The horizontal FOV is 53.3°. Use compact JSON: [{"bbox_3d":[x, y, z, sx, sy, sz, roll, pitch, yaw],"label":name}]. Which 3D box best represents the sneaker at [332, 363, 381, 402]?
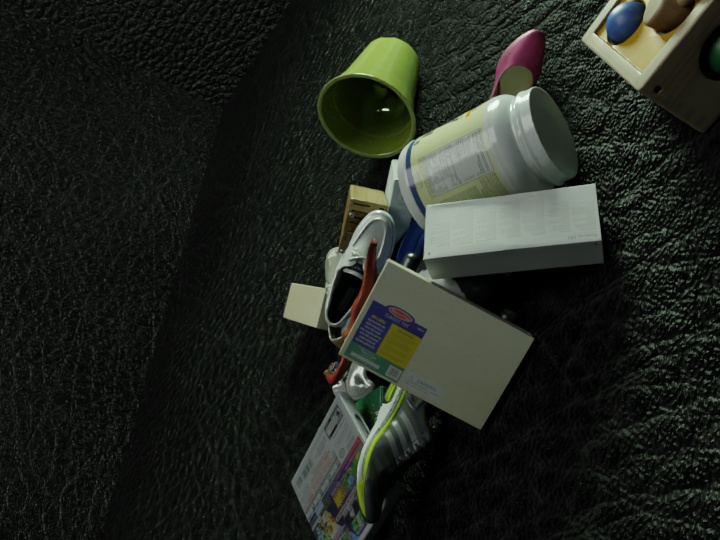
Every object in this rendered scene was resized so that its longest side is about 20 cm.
[{"bbox_3d":[0.019,0.121,1.164,0.081,0.075,0.201,-12,55,41],"label":"sneaker"}]

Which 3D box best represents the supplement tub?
[{"bbox_3d":[0.164,-0.138,0.937,0.200,0.145,0.146,-23,46,36],"label":"supplement tub"}]

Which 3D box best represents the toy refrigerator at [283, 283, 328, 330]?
[{"bbox_3d":[-0.082,0.074,1.416,0.200,0.070,0.076,4,79,66],"label":"toy refrigerator"}]

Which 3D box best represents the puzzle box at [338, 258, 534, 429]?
[{"bbox_3d":[0.090,0.088,0.867,0.133,0.199,0.025,-61,1,12],"label":"puzzle box"}]

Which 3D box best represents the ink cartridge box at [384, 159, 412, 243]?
[{"bbox_3d":[0.057,-0.080,1.257,0.163,0.057,0.201,-88,5,-70],"label":"ink cartridge box"}]

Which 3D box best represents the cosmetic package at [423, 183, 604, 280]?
[{"bbox_3d":[0.177,-0.042,0.840,0.199,0.051,0.083,-6,53,19],"label":"cosmetic package"}]

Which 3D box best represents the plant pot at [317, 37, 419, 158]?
[{"bbox_3d":[0.039,-0.362,1.438,0.200,0.200,0.190,-37,24,49],"label":"plant pot"}]

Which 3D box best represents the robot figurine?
[{"bbox_3d":[0.118,0.043,0.933,0.201,0.124,0.150,-63,19,7],"label":"robot figurine"}]

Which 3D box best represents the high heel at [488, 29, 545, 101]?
[{"bbox_3d":[0.216,-0.247,1.048,0.200,0.067,0.096,-59,14,31],"label":"high heel"}]

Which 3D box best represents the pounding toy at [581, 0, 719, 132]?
[{"bbox_3d":[0.336,-0.265,0.719,0.184,0.142,0.200,-55,26,27],"label":"pounding toy"}]

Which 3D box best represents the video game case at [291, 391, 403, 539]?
[{"bbox_3d":[-0.026,0.311,1.037,0.182,0.023,0.201,55,128,43],"label":"video game case"}]

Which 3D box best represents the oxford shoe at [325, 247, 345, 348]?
[{"bbox_3d":[-0.032,0.046,1.262,0.075,0.058,0.201,-22,61,29],"label":"oxford shoe"}]

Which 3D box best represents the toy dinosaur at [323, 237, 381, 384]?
[{"bbox_3d":[-0.008,0.077,1.070,0.182,0.200,0.105,-48,33,-17],"label":"toy dinosaur"}]

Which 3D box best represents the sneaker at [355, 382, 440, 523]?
[{"bbox_3d":[0.051,0.229,0.925,0.074,0.081,0.201,73,-145,-55],"label":"sneaker"}]

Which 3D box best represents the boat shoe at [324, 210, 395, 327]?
[{"bbox_3d":[0.000,0.000,1.132,0.065,0.073,0.201,-24,-46,-83],"label":"boat shoe"}]

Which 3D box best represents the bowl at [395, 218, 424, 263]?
[{"bbox_3d":[0.121,-0.030,1.102,0.201,0.039,0.201,-47,30,39],"label":"bowl"}]

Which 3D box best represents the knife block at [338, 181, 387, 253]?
[{"bbox_3d":[0.008,-0.121,1.270,0.200,0.064,0.176,107,172,-59],"label":"knife block"}]

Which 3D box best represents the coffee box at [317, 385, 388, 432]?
[{"bbox_3d":[-0.005,0.269,1.095,0.200,0.044,0.123,-43,35,44],"label":"coffee box"}]
